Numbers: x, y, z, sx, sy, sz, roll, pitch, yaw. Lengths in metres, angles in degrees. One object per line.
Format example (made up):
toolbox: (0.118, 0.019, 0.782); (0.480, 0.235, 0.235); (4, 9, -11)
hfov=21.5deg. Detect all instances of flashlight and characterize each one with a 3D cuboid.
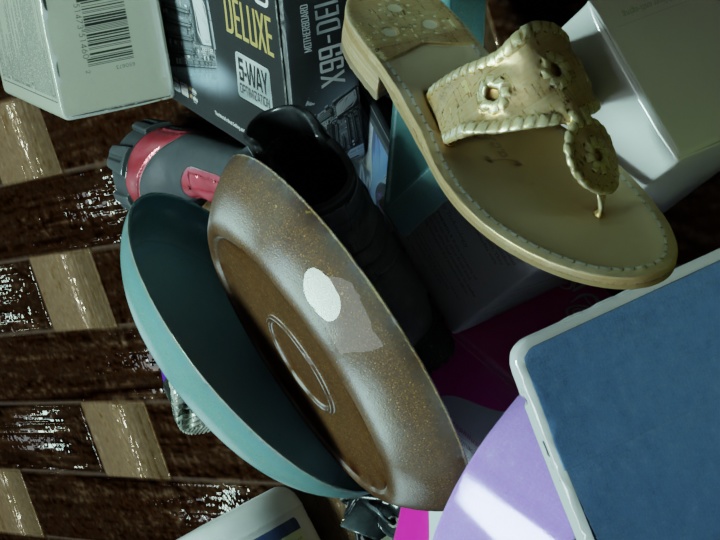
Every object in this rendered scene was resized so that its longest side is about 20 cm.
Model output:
flashlight: (-0.090, -0.050, 1.170); (0.068, 0.068, 0.200); (54, 164, -29)

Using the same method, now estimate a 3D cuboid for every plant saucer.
plant saucer: (-0.018, 0.038, 0.905); (0.201, 0.032, 0.200); (53, 167, 18)
plant saucer: (0.038, -0.118, 0.929); (0.070, 0.019, 0.201); (-42, 37, 53)
plant saucer: (-0.060, 0.044, 1.012); (0.027, 0.200, 0.201); (-40, 75, 17)

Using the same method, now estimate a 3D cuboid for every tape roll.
tape roll: (0.122, 0.116, 0.908); (0.066, 0.199, 0.201); (37, 136, 31)

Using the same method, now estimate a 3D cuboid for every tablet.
tablet: (0.171, 0.054, 0.818); (0.131, 0.199, 0.014); (68, 164, -4)

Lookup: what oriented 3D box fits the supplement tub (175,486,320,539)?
supplement tub: (-0.065, 0.264, 1.280); (0.145, 0.144, 0.201); (-34, 83, 54)

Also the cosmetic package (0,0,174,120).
cosmetic package: (-0.182, -0.158, 1.188); (0.200, 0.073, 0.104); (-151, 50, -68)

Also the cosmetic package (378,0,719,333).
cosmetic package: (0.109, -0.056, 0.905); (0.085, 0.107, 0.200); (60, 143, 10)

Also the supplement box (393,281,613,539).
supplement box: (0.093, 0.112, 1.027); (0.101, 0.103, 0.201); (41, 139, 31)

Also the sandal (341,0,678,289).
sandal: (0.058, -0.080, 0.803); (0.212, 0.077, 0.070); (48, 145, 38)

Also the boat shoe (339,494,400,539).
boat shoe: (0.019, 0.158, 1.176); (0.074, 0.066, 0.201); (18, 122, 49)

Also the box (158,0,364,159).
box: (-0.071, -0.161, 1.090); (0.200, 0.049, 0.159); (35, 136, 53)

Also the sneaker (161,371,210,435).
sneaker: (-0.111, 0.023, 1.243); (0.201, 0.069, 0.100); (104, 148, -57)

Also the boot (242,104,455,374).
boot: (-0.022, -0.031, 0.975); (0.200, 0.070, 0.132); (35, 156, 59)

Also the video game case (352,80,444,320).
video game case: (0.000, 0.000, 1.103); (0.182, 0.025, 0.201); (64, 148, 31)
